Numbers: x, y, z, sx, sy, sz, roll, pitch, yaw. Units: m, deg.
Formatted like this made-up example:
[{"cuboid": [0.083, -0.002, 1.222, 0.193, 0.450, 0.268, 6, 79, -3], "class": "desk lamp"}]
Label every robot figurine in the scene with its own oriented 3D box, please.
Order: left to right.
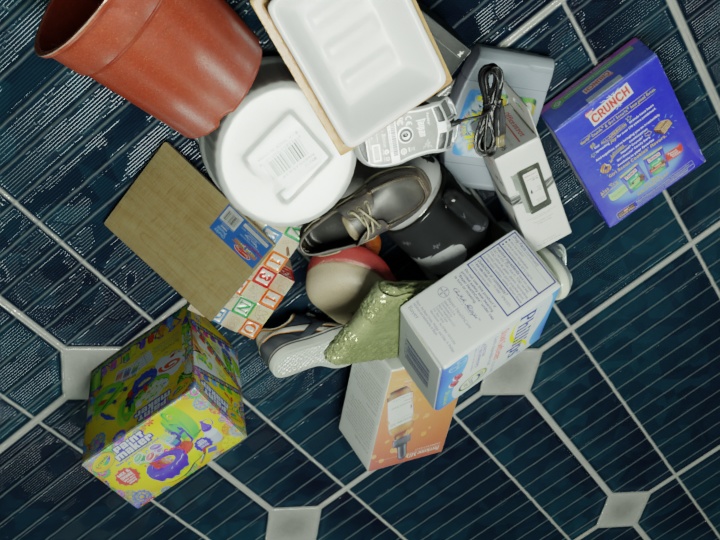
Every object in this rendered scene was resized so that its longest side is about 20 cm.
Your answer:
[{"cuboid": [0.098, -0.078, 1.153, 0.149, 0.126, 0.199, -34, 123, 27], "class": "robot figurine"}]

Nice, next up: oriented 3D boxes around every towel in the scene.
[{"cuboid": [0.041, 0.068, 1.140, 0.149, 0.037, 0.198, -51, 155, 24], "class": "towel"}]

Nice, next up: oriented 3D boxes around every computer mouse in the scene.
[{"cuboid": [0.082, -0.181, 1.020, 0.195, 0.044, 0.112, -11, 117, -6], "class": "computer mouse"}]

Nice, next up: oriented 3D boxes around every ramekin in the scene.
[{"cuboid": [-0.098, -0.154, 1.037, 0.195, 0.098, 0.205, -7, 115, -14], "class": "ramekin"}]

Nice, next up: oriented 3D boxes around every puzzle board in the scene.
[{"cuboid": [-0.231, -0.051, 1.131, 0.199, 0.017, 0.151, 42, 108, -6], "class": "puzzle board"}]

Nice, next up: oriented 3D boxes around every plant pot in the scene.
[{"cuboid": [-0.227, -0.267, 0.944, 0.200, 0.202, 0.194, -42, 130, 15], "class": "plant pot"}]

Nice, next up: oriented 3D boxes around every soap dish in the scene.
[{"cuboid": [-0.009, -0.253, 0.915, 0.156, 0.081, 0.202, -33, 121, 0], "class": "soap dish"}]

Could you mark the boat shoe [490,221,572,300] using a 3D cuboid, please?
[{"cuboid": [0.259, -0.024, 1.201, 0.070, 0.201, 0.072, -11, 118, -15], "class": "boat shoe"}]

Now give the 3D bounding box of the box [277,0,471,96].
[{"cuboid": [0.013, -0.279, 1.012, 0.198, 0.080, 0.141, 30, 115, -28], "class": "box"}]

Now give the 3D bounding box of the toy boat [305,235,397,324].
[{"cuboid": [0.000, 0.000, 1.204, 0.127, 0.134, 0.200, 1, 164, 17], "class": "toy boat"}]

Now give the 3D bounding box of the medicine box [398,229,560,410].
[{"cuboid": [0.156, 0.072, 1.142, 0.198, 0.104, 0.183, -32, 157, -12], "class": "medicine box"}]

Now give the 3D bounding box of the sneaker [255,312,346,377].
[{"cuboid": [-0.070, 0.104, 1.282, 0.197, 0.079, 0.080, -4, 127, -42], "class": "sneaker"}]

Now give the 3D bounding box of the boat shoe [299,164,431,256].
[{"cuboid": [0.004, -0.064, 1.054, 0.197, 0.074, 0.075, -26, 112, 31], "class": "boat shoe"}]

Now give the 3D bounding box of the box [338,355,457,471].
[{"cuboid": [0.067, 0.194, 1.324, 0.149, 0.106, 0.204, -8, 125, -30], "class": "box"}]

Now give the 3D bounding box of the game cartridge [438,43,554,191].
[{"cuboid": [0.181, -0.207, 1.164, 0.130, 0.041, 0.204, 6, 120, -12], "class": "game cartridge"}]

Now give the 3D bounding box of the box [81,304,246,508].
[{"cuboid": [-0.284, 0.192, 1.208, 0.198, 0.194, 0.123, -33, 124, 9], "class": "box"}]

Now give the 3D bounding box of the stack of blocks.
[{"cuboid": [-0.151, -0.012, 1.191, 0.114, 0.059, 0.201, 26, 113, -27], "class": "stack of blocks"}]

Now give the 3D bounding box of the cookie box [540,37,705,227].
[{"cuboid": [0.375, -0.194, 1.194, 0.170, 0.076, 0.201, -35, 123, 10], "class": "cookie box"}]

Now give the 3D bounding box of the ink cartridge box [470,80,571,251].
[{"cuboid": [0.209, -0.141, 1.122, 0.067, 0.117, 0.202, -25, 123, 4], "class": "ink cartridge box"}]
